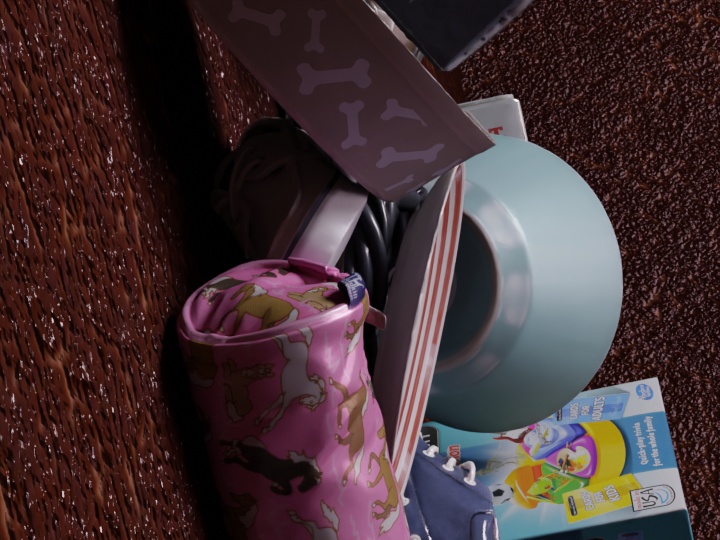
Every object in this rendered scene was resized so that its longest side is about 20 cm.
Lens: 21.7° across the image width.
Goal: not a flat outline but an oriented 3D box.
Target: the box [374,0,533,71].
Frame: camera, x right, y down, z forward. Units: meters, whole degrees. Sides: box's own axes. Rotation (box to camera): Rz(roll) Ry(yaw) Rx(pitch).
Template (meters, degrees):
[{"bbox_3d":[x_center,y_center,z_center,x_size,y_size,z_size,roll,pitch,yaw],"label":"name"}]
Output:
[{"bbox_3d":[-0.003,-0.209,0.865,0.200,0.104,0.148,44,7,-27],"label":"box"}]

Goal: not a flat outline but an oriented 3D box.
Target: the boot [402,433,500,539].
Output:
[{"bbox_3d":[0.034,0.128,1.119,0.073,0.090,0.200,69,12,-51],"label":"boot"}]

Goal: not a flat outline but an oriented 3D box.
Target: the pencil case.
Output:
[{"bbox_3d":[-0.017,0.096,0.803,0.083,0.086,0.200,-110,-173,-71],"label":"pencil case"}]

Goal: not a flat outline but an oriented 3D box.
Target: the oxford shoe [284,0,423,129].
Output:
[{"bbox_3d":[-0.003,-0.149,1.200,0.084,0.073,0.200,45,50,-59],"label":"oxford shoe"}]

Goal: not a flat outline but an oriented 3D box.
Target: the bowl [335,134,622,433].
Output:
[{"bbox_3d":[0.059,0.009,1.220,0.105,0.201,0.201,0,78,-64],"label":"bowl"}]

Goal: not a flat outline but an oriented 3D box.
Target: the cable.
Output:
[{"bbox_3d":[0.000,0.000,1.047,0.200,0.051,0.163,-70,169,-54],"label":"cable"}]

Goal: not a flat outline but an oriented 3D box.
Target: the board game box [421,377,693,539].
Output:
[{"bbox_3d":[0.113,0.148,1.257,0.151,0.200,0.047,-89,166,-60],"label":"board game box"}]

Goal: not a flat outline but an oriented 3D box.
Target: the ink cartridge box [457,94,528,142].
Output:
[{"bbox_3d":[0.063,-0.013,1.345,0.083,0.147,0.200,-10,90,-84],"label":"ink cartridge box"}]

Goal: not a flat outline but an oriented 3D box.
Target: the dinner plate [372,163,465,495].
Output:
[{"bbox_3d":[0.027,0.036,1.016,0.200,0.024,0.200,10,90,-84],"label":"dinner plate"}]

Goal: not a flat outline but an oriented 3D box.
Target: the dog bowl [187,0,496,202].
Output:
[{"bbox_3d":[-0.024,-0.114,0.875,0.200,0.059,0.200,47,7,-7],"label":"dog bowl"}]

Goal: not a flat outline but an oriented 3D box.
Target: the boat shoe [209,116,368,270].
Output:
[{"bbox_3d":[-0.039,-0.035,0.906,0.072,0.066,0.200,-60,-172,18],"label":"boat shoe"}]
